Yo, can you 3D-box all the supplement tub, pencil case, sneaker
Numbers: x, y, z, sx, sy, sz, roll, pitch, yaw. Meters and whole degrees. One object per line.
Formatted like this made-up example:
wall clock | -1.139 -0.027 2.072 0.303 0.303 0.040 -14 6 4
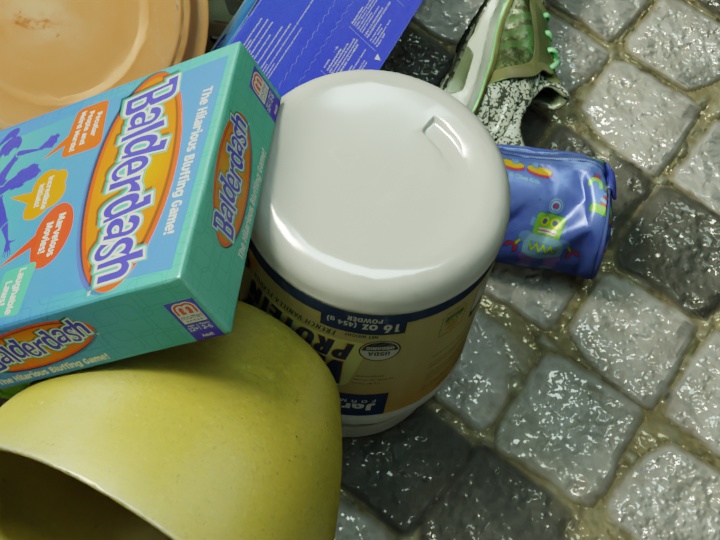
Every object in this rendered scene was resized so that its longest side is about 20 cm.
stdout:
supplement tub | 0.000 0.000 0.700 0.142 0.201 0.146 3 59 -5
pencil case | 0.072 -0.053 0.808 0.197 0.088 0.079 11 43 -3
sneaker | 0.115 -0.152 0.889 0.088 0.077 0.202 30 65 -5

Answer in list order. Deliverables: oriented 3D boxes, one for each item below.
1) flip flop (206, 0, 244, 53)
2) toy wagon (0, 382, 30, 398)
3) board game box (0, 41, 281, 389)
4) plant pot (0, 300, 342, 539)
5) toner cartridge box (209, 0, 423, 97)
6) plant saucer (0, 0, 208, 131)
flip flop | -0.078 -0.164 0.865 0.080 0.058 0.202 -5 61 -11
toy wagon | -0.242 -0.019 0.698 0.039 0.199 0.157 -25 58 24
board game box | -0.143 -0.021 0.609 0.198 0.045 0.154 -15 46 24
plant pot | -0.087 0.100 0.636 0.198 0.201 0.143 28 57 9
toner cartridge box | -0.027 -0.163 0.804 0.095 0.043 0.201 38 73 -21
plant saucer | -0.182 -0.154 0.706 0.198 0.032 0.204 -1 93 -25
